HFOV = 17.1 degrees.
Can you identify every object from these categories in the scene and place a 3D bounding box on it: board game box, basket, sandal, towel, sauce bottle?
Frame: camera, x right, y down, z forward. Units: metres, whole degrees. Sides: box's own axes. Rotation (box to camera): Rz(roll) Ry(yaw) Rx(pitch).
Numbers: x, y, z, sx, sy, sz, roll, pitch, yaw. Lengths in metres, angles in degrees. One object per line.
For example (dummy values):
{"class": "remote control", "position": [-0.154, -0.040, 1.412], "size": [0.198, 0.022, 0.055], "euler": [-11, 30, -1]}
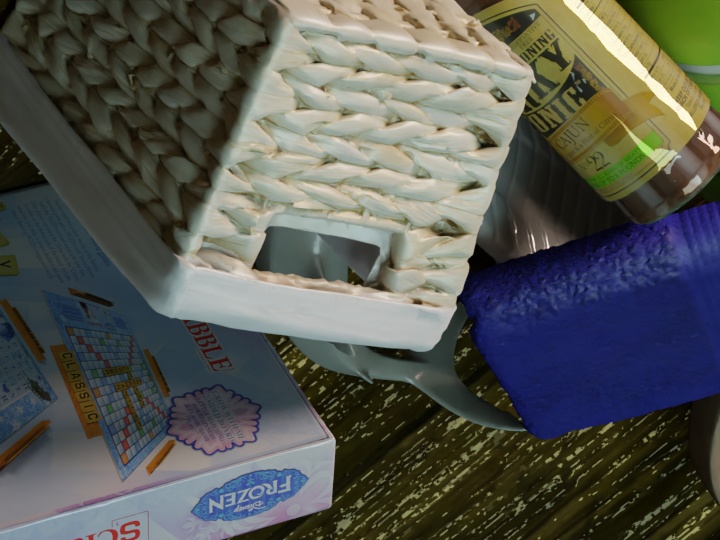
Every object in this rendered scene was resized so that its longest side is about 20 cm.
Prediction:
{"class": "board game box", "position": [-0.140, 0.045, 0.969], "size": [0.199, 0.200, 0.041], "euler": [-14, 132, -20]}
{"class": "basket", "position": [-0.043, -0.073, 0.940], "size": [0.135, 0.200, 0.124], "euler": [8, 113, -36]}
{"class": "sandal", "position": [0.087, -0.020, 1.151], "size": [0.050, 0.083, 0.202], "euler": [-23, 145, 37]}
{"class": "towel", "position": [0.153, 0.008, 1.104], "size": [0.199, 0.050, 0.148], "euler": [-18, 147, 9]}
{"class": "sauce bottle", "position": [0.072, -0.106, 1.019], "size": [0.200, 0.065, 0.065], "euler": [43, 98, -10]}

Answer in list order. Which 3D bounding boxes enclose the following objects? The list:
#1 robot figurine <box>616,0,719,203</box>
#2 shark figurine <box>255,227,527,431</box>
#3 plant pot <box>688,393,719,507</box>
{"class": "robot figurine", "position": [0.185, -0.104, 1.103], "size": [0.175, 0.116, 0.200], "euler": [-28, 135, 3]}
{"class": "shark figurine", "position": [-0.006, 0.019, 1.110], "size": [0.128, 0.090, 0.215], "euler": [-30, 133, -5]}
{"class": "plant pot", "position": [0.249, 0.037, 1.270], "size": [0.200, 0.093, 0.201], "euler": [-16, 131, -19]}
